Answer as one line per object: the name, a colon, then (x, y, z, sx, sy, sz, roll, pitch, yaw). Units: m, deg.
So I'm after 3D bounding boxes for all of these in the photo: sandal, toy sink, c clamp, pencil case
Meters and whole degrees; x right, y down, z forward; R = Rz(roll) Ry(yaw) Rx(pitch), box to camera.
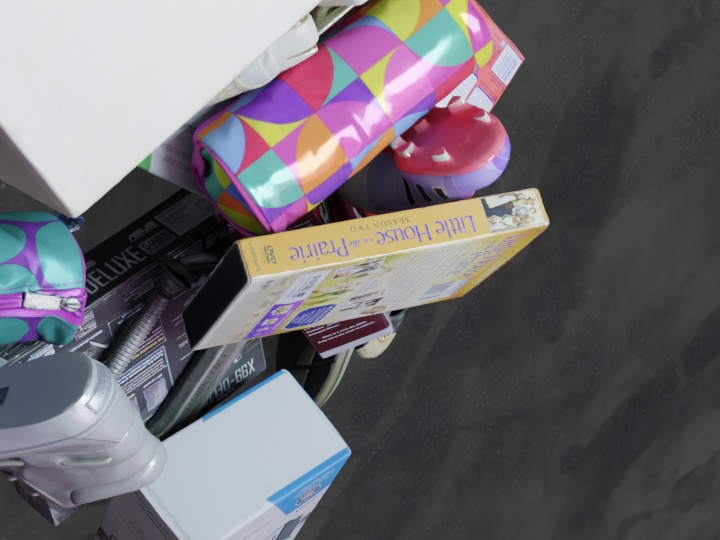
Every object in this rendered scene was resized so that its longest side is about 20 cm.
sandal: (-0.001, 0.022, 1.198, 0.057, 0.080, 0.201, 24, 95, -38)
toy sink: (-0.128, -0.147, 0.778, 0.200, 0.112, 0.130, -45, 124, -14)
c clamp: (-0.142, 0.064, 1.019, 0.200, 0.027, 0.171, -53, 145, -5)
pencil case: (-0.013, -0.105, 0.938, 0.200, 0.088, 0.088, -43, 143, -17)
pencil case: (-0.248, 0.011, 0.877, 0.200, 0.092, 0.085, -8, 112, -50)

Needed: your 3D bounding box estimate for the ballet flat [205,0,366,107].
ballet flat: (-0.034, -0.159, 0.896, 0.200, 0.062, 0.067, -46, 139, -19)

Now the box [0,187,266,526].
box: (-0.160, 0.057, 1.060, 0.200, 0.050, 0.158, -37, 140, -28)

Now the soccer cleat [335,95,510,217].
soccer cleat: (0.040, -0.064, 0.992, 0.067, 0.200, 0.076, -44, 114, -21)

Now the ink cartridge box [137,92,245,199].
ink cartridge box: (-0.107, -0.162, 0.931, 0.147, 0.083, 0.200, 24, 95, -56)

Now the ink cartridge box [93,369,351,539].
ink cartridge box: (-0.110, 0.179, 1.119, 0.146, 0.086, 0.200, -30, 160, -35)

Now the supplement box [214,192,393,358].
supplement box: (-0.044, -0.035, 1.071, 0.061, 0.109, 0.200, -21, 146, 9)

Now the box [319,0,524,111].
box: (0.016, -0.164, 1.071, 0.103, 0.095, 0.200, -58, 145, -1)

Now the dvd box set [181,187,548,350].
dvd box set: (0.000, 0.000, 0.974, 0.200, 0.029, 0.146, -11, 166, -22)

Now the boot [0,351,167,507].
boot: (-0.213, 0.106, 0.908, 0.096, 0.200, 0.074, 59, 35, -40)

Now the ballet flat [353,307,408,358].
ballet flat: (0.035, -0.017, 1.241, 0.066, 0.057, 0.200, -2, 117, -50)
